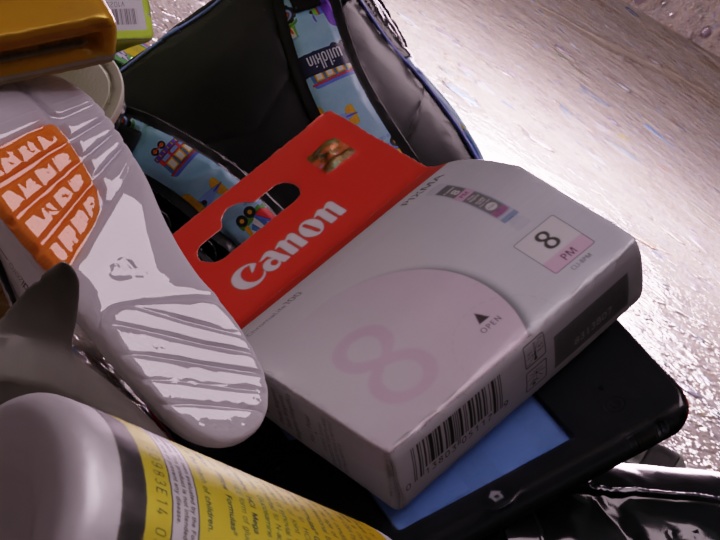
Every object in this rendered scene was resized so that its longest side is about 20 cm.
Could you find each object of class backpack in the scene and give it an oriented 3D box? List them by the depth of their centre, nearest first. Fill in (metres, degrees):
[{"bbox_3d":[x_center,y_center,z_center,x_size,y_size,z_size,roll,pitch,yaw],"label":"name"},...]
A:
[{"bbox_3d":[-0.030,-0.047,1.452,0.200,0.183,0.135,51,-1,7],"label":"backpack"}]

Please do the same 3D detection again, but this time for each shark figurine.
[{"bbox_3d":[-0.142,0.037,1.081,0.128,0.090,0.214,40,13,26],"label":"shark figurine"}]

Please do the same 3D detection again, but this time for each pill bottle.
[{"bbox_3d":[-0.049,0.125,0.942,0.200,0.112,0.112,26,16,-32],"label":"pill bottle"}]

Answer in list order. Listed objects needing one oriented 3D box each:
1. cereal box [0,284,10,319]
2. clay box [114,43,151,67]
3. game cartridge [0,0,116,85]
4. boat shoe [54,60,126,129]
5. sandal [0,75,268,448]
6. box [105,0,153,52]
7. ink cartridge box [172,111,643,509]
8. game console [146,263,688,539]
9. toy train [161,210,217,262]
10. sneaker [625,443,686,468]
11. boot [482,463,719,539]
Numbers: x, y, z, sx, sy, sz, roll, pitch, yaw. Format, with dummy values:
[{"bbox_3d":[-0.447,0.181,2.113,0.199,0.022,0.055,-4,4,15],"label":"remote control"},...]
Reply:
[{"bbox_3d":[-0.227,-0.051,1.269,0.200,0.040,0.144,42,15,27],"label":"cereal box"},{"bbox_3d":[-0.166,-0.127,1.603,0.115,0.048,0.200,26,9,-34],"label":"clay box"},{"bbox_3d":[-0.223,-0.147,1.255,0.176,0.032,0.200,-13,47,-18],"label":"game cartridge"},{"bbox_3d":[-0.199,-0.107,1.309,0.199,0.075,0.066,22,-16,8],"label":"boat shoe"},{"bbox_3d":[-0.118,0.004,1.199,0.079,0.059,0.207,-16,63,-39],"label":"sandal"},{"bbox_3d":[-0.181,-0.152,1.401,0.048,0.122,0.200,-6,-5,-37],"label":"box"},{"bbox_3d":[0.000,0.000,1.246,0.200,0.163,0.057,35,-29,29],"label":"ink cartridge box"},{"bbox_3d":[0.019,0.055,1.238,0.177,0.200,0.031,48,-22,44],"label":"game console"},{"bbox_3d":[-0.154,-0.036,1.383,0.200,0.046,0.034,33,20,2],"label":"toy train"},{"bbox_3d":[0.090,0.102,1.463,0.200,0.074,0.089,34,-21,12],"label":"sneaker"},{"bbox_3d":[0.112,0.103,1.284,0.162,0.073,0.198,6,31,-22],"label":"boot"}]
